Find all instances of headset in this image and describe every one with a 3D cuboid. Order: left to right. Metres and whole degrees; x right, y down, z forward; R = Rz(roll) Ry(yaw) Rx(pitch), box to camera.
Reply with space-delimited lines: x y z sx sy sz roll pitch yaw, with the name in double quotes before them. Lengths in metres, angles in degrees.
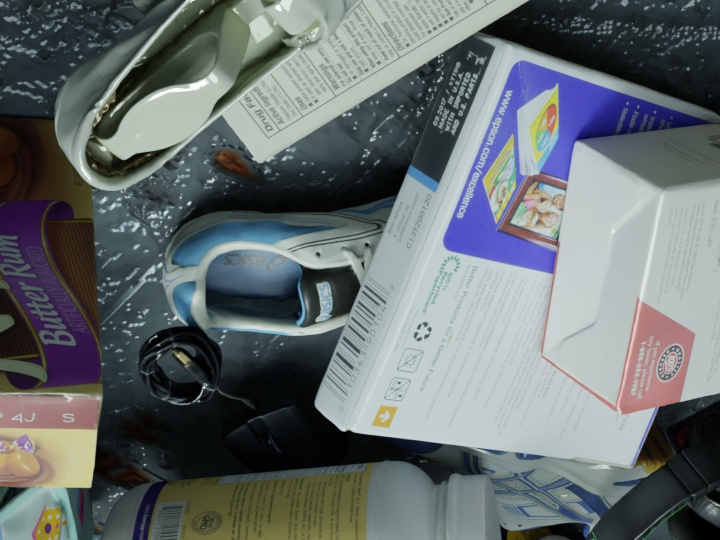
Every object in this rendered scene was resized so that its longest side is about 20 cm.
"headset" 0.218 0.136 0.912 0.199 0.094 0.124 -28 147 -15

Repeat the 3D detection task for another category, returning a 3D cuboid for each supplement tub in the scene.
"supplement tub" -0.026 0.177 0.854 0.199 0.146 0.146 -6 129 8

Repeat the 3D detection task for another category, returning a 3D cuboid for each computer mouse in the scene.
"computer mouse" -0.058 0.078 0.852 0.058 0.034 0.200 -22 150 16

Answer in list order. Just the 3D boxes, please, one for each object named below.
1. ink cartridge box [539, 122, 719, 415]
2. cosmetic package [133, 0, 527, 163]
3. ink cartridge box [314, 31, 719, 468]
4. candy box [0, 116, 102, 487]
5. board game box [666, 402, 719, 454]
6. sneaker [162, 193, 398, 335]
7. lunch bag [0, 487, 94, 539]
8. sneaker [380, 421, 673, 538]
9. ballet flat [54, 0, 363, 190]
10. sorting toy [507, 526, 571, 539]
"ink cartridge box" 0.193 -0.010 0.802 0.199 0.067 0.117 -8 118 -31
"cosmetic package" 0.008 -0.148 0.710 0.199 0.073 0.104 -29 126 12
"ink cartridge box" 0.096 -0.002 0.809 0.199 0.043 0.199 12 106 -38
"candy box" -0.175 0.007 0.711 0.116 0.200 0.057 3 126 -13
"board game box" 0.299 0.093 0.982 0.200 0.032 0.120 -29 123 12
"sneaker" 0.000 0.000 0.824 0.199 0.073 0.072 -8 127 -7
"lunch bag" -0.196 0.144 0.810 0.121 0.200 0.171 -4 127 -2
"sneaker" 0.081 0.111 0.923 0.199 0.075 0.088 17 123 -22
"ballet flat" -0.045 -0.099 0.650 0.200 0.070 0.069 -39 124 17
"sorting toy" 0.083 0.249 1.021 0.180 0.107 0.200 -35 134 29
